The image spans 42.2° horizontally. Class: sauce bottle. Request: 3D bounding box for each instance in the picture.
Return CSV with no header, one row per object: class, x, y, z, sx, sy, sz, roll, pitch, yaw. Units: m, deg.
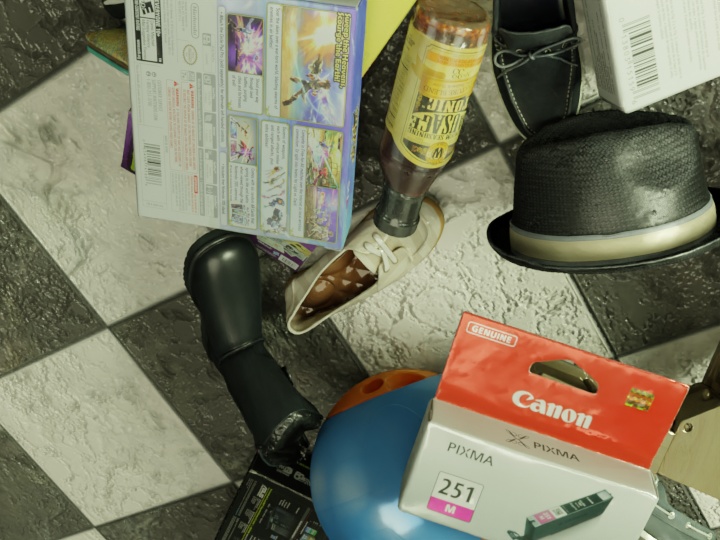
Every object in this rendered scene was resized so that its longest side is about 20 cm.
sauce bottle,0.052,-0.119,0.763,0.065,0.066,0.203,16,127,4

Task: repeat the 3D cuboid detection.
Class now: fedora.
fedora,0.191,-0.069,0.718,0.196,0.201,0.093,-5,111,18

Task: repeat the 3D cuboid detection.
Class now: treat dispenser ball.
treat dispenser ball,0.048,0.199,0.915,0.196,0.202,0.204,7,125,10

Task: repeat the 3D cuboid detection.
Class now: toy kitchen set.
toy kitchen set,0.260,0.071,0.846,0.197,0.163,0.183,22,99,-1

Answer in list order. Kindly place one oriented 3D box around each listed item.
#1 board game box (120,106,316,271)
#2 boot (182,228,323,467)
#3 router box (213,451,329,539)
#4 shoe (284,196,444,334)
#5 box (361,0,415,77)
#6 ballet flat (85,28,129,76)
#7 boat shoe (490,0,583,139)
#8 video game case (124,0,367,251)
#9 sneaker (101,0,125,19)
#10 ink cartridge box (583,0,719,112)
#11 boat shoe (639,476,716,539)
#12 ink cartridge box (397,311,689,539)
board game box,-0.123,-0.076,0.850,0.198,0.033,0.120,31,160,-7
boot,-0.096,0.077,0.883,0.169,0.075,0.202,52,153,32
router box,-0.085,0.304,1.108,0.148,0.062,0.202,26,126,-2
shoe,0.000,0.000,0.885,0.199,0.054,0.070,-35,109,31
box,0.034,-0.236,0.704,0.050,0.076,0.200,34,124,-10
ballet flat,-0.139,-0.168,0.809,0.198,0.071,0.071,32,126,-7
boat shoe,0.134,-0.184,0.720,0.073,0.063,0.203,-2,124,14
video game case,-0.090,-0.126,0.734,0.177,0.046,0.203,10,123,8
sneaker,-0.116,-0.217,0.761,0.196,0.076,0.089,-7,128,20
ink cartridge box,0.238,-0.238,0.655,0.171,0.044,0.203,-21,118,-4
boat shoe,0.293,0.242,0.978,0.199,0.073,0.062,42,81,-6
ink cartridge box,0.147,0.146,0.761,0.196,0.044,0.176,18,115,2
